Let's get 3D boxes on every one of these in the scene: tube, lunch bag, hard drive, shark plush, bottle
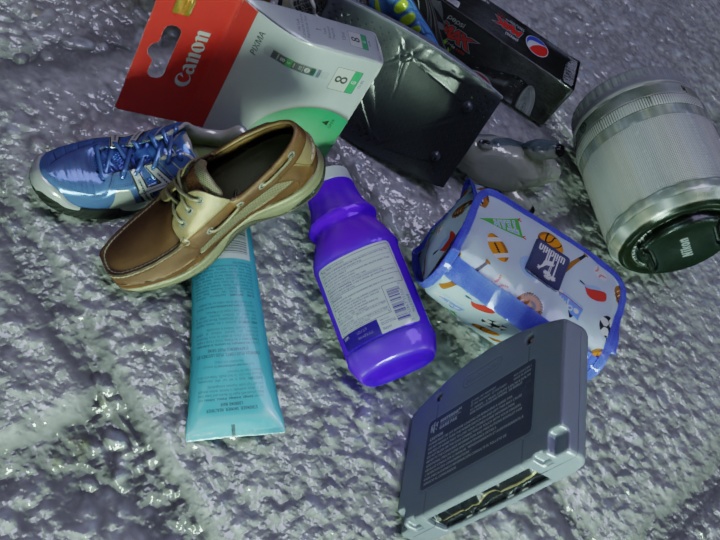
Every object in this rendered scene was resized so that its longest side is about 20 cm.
[{"bbox_3d":[-0.109,0.041,0.799,0.076,0.051,0.202,-7,60,-2],"label":"tube"},{"bbox_3d":[0.140,0.011,0.877,0.169,0.124,0.200,34,13,-3],"label":"lunch bag"},{"bbox_3d":[0.032,-0.186,0.996,0.199,0.135,0.042,29,33,-7],"label":"hard drive"},{"bbox_3d":[0.132,-0.125,1.087,0.197,0.092,0.084,6,32,-6],"label":"shark plush"},{"bbox_3d":[0.000,0.000,0.875,0.083,0.065,0.202,-24,66,4],"label":"bottle"}]

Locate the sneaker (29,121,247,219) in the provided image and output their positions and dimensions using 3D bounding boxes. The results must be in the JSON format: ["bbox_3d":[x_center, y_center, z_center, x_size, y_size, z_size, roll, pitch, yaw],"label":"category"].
[{"bbox_3d":[-0.182,-0.095,0.828,0.198,0.077,0.076,-11,66,-36],"label":"sneaker"}]

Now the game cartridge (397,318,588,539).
[{"bbox_3d":[0.104,0.124,0.771,0.041,0.200,0.134,27,48,-22],"label":"game cartridge"}]

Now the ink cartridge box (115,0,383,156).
[{"bbox_3d":[-0.101,-0.164,0.872,0.198,0.161,0.051,7,51,-29],"label":"ink cartridge box"}]

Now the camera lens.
[{"bbox_3d":[0.339,-0.110,1.117,0.158,0.160,0.202,6,56,-29],"label":"camera lens"}]

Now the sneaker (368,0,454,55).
[{"bbox_3d":[0.074,-0.253,1.048,0.200,0.070,0.083,52,54,-50],"label":"sneaker"}]

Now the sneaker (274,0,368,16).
[{"bbox_3d":[0.007,-0.282,1.066,0.198,0.080,0.077,-9,91,-31],"label":"sneaker"}]

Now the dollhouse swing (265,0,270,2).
[{"bbox_3d":[-0.151,-0.371,0.993,0.199,0.182,0.176,38,66,-3],"label":"dollhouse swing"}]

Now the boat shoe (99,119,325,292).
[{"bbox_3d":[-0.124,-0.061,0.784,0.199,0.074,0.076,-34,62,-5],"label":"boat shoe"}]

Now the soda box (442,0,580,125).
[{"bbox_3d":[0.165,-0.267,1.178,0.199,0.071,0.064,32,46,-10],"label":"soda box"}]
